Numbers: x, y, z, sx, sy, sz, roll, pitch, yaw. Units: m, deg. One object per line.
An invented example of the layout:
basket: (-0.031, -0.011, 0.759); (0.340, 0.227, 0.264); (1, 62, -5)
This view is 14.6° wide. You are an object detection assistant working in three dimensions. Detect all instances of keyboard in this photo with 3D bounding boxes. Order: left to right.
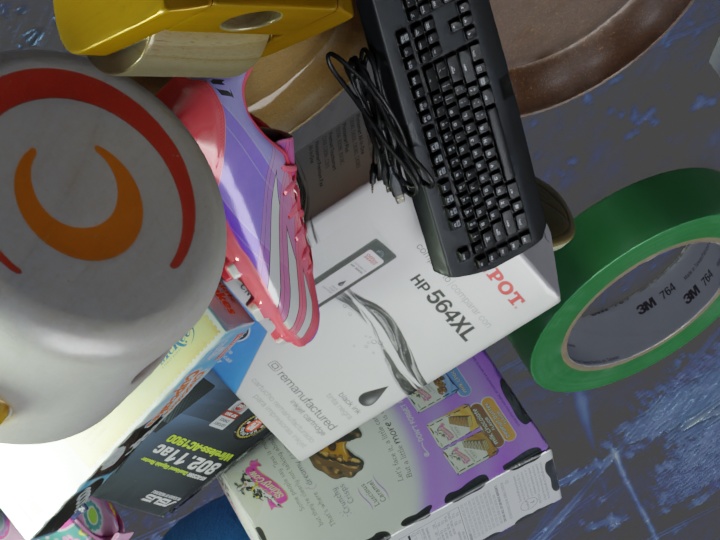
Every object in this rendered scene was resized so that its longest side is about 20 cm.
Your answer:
keyboard: (0.048, -0.082, 1.588); (0.104, 0.040, 0.201); (-26, 116, -17)

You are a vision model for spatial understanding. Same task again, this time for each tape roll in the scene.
tape roll: (0.199, 0.008, 2.054); (0.200, 0.048, 0.201); (-25, 152, -15)

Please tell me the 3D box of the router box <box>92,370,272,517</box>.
router box: (-0.134, 0.078, 1.805); (0.150, 0.062, 0.200); (-39, 152, 14)

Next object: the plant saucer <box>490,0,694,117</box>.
plant saucer: (0.125, -0.171, 1.702); (0.199, 0.035, 0.201); (-25, 151, -15)

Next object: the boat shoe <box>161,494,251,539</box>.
boat shoe: (-0.039, 0.189, 1.963); (0.199, 0.084, 0.069); (-15, 143, 2)

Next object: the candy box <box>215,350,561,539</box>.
candy box: (0.008, 0.125, 1.908); (0.199, 0.168, 0.072); (-28, 144, -7)

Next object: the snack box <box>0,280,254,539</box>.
snack box: (-0.166, 0.054, 1.671); (0.200, 0.116, 0.037); (-46, 167, 25)

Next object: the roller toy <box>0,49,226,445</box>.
roller toy: (-0.173, -0.007, 1.477); (0.182, 0.201, 0.140); (-1, 153, -32)

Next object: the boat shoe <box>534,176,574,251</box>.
boat shoe: (0.046, -0.025, 1.824); (0.200, 0.072, 0.066); (-3, 147, -35)

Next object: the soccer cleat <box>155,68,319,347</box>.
soccer cleat: (-0.056, -0.036, 1.589); (0.076, 0.067, 0.200); (-35, 129, -7)

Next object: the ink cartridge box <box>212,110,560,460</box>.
ink cartridge box: (0.000, 0.000, 1.706); (0.200, 0.084, 0.146); (-33, 120, 18)

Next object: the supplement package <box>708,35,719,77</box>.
supplement package: (0.366, -0.157, 1.846); (0.199, 0.151, 0.152); (-18, 150, -26)

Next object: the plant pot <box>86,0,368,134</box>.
plant pot: (-0.074, -0.127, 1.573); (0.199, 0.028, 0.200); (-25, 151, -15)

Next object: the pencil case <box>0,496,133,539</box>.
pencil case: (-0.246, 0.204, 1.871); (0.200, 0.088, 0.087); (-39, 152, 14)

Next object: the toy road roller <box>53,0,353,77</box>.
toy road roller: (-0.062, -0.189, 1.397); (0.122, 0.147, 0.200); (-2, 166, -42)
